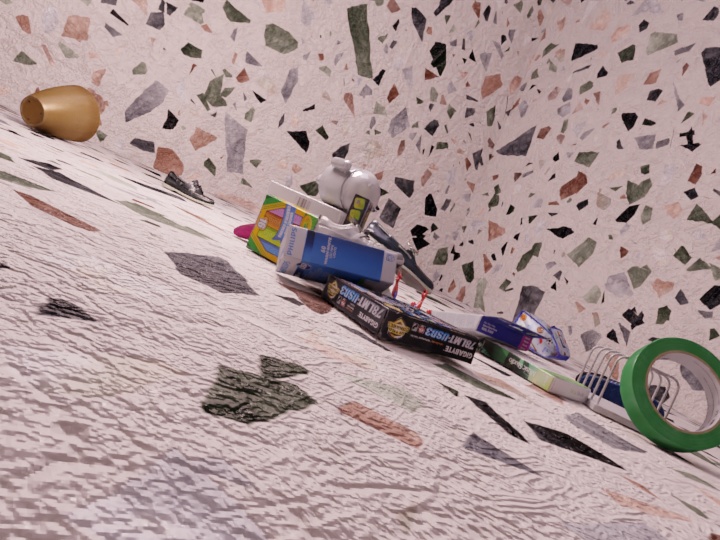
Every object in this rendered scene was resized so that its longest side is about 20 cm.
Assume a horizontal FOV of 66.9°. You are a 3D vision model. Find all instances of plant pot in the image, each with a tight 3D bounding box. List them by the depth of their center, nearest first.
[{"bbox_3d":[-0.997,-0.518,1.784,0.184,0.189,0.200,24,16,6],"label":"plant pot"}]

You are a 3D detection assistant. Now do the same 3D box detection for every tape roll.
[{"bbox_3d":[0.585,0.227,1.004,0.197,0.203,0.048,24,-24,7],"label":"tape roll"}]

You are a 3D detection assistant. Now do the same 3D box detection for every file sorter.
[{"bbox_3d":[0.552,0.245,1.147,0.137,0.126,0.200,25,3,9],"label":"file sorter"}]

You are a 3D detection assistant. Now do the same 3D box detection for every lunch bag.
[{"bbox_3d":[0.656,0.246,1.967,0.200,0.125,0.169,43,14,35],"label":"lunch bag"}]

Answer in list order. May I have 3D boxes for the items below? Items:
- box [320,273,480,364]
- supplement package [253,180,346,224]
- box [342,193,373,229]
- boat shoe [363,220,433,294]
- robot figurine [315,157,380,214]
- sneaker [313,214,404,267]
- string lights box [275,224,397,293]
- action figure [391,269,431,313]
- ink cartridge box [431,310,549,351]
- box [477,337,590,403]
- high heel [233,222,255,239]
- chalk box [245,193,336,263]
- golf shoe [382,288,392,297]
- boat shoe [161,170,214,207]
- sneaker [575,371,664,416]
[{"bbox_3d":[0.061,0.078,0.894,0.196,0.051,0.199,20,3,-33],"label":"box"},{"bbox_3d":[-0.147,-0.105,1.348,0.197,0.158,0.111,24,3,13],"label":"supplement package"},{"bbox_3d":[-0.029,-0.068,1.233,0.034,0.203,0.110,23,4,5],"label":"box"},{"bbox_3d":[0.086,-0.027,1.168,0.199,0.062,0.075,38,-19,-5],"label":"boat shoe"},{"bbox_3d":[-0.028,-0.201,1.360,0.199,0.113,0.171,25,-34,46],"label":"robot figurine"},{"bbox_3d":[-0.001,-0.054,1.050,0.197,0.084,0.075,17,-19,-21],"label":"sneaker"},{"bbox_3d":[-0.044,-0.013,0.965,0.196,0.060,0.103,15,-19,-13],"label":"string lights box"},{"bbox_3d":[0.110,0.061,1.163,0.064,0.101,0.199,23,5,21],"label":"action figure"},{"bbox_3d":[0.291,0.140,1.243,0.194,0.044,0.198,23,-11,-35],"label":"ink cartridge box"},{"bbox_3d":[0.363,0.209,1.150,0.143,0.037,0.199,22,3,-35],"label":"box"},{"bbox_3d":[-0.205,-0.055,1.271,0.195,0.098,0.067,4,-10,2],"label":"high heel"},{"bbox_3d":[-0.114,-0.059,1.137,0.198,0.126,0.124,25,4,28],"label":"chalk box"},{"bbox_3d":[0.027,0.027,1.108,0.074,0.093,0.200,24,5,-22],"label":"golf shoe"},{"bbox_3d":[-0.561,-0.272,1.803,0.197,0.067,0.074,25,3,15],"label":"boat shoe"},{"bbox_3d":[0.603,0.290,1.278,0.197,0.071,0.078,25,8,13],"label":"sneaker"}]
